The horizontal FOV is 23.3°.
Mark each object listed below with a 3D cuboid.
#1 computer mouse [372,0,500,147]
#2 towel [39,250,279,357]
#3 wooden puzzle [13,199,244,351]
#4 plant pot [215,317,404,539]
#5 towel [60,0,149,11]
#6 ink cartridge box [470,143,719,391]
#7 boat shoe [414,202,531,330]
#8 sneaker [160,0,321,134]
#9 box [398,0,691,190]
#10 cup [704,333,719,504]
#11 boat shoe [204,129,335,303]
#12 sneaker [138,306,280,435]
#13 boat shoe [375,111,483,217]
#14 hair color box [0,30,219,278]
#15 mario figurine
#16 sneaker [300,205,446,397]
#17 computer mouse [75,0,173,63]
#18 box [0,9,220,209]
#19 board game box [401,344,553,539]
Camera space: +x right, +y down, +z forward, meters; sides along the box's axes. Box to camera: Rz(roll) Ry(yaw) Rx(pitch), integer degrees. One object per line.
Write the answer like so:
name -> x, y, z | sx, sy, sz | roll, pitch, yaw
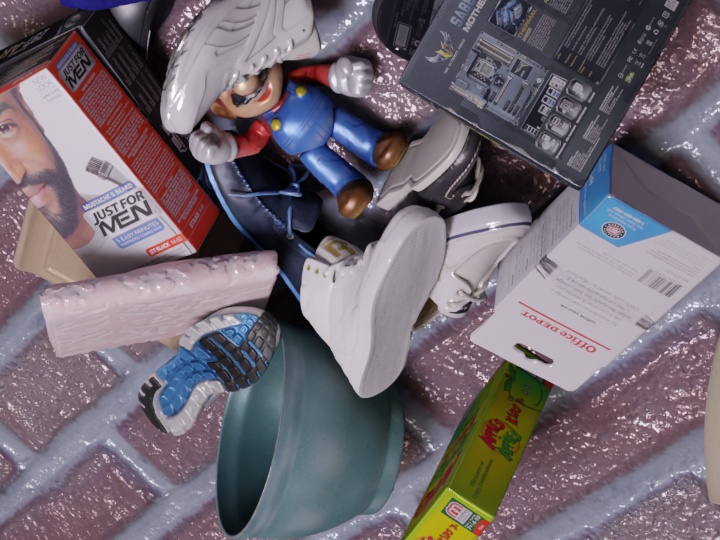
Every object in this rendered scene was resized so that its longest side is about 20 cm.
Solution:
computer mouse -> 0.106, -0.160, 1.373 | 0.198, 0.046, 0.141 | 15, 133, 9
towel -> -0.176, 0.028, 1.525 | 0.198, 0.032, 0.191 | -11, 168, -10
wooden puzzle -> -0.213, -0.031, 1.626 | 0.199, 0.037, 0.186 | 25, 129, 1
plant pot -> -0.040, 0.153, 1.588 | 0.133, 0.201, 0.201 | 12, 133, -18
towel -> -0.173, -0.308, 1.360 | 0.050, 0.147, 0.201 | 49, 144, 47
ink cartridge box -> 0.188, 0.002, 1.420 | 0.115, 0.067, 0.200 | 27, 133, -18
boat shoe -> 0.081, 0.003, 1.449 | 0.200, 0.070, 0.070 | -32, 65, 54
sneaker -> -0.082, -0.183, 1.367 | 0.099, 0.201, 0.078 | 32, 170, -10
box -> 0.143, -0.183, 1.271 | 0.157, 0.051, 0.201 | 30, 94, 5
cup -> 0.352, 0.088, 1.362 | 0.199, 0.200, 0.144 | -15, 89, 32
boat shoe -> -0.059, -0.052, 1.521 | 0.068, 0.085, 0.200 | -22, 128, 27
sneaker -> -0.127, 0.073, 1.586 | 0.075, 0.087, 0.200 | 49, 137, -5
boat shoe -> 0.067, -0.076, 1.398 | 0.060, 0.074, 0.200 | 27, 161, -8
hair color box -> -0.224, -0.088, 1.461 | 0.110, 0.064, 0.200 | -22, 117, 34
mario figurine -> -0.062, -0.128, 1.432 | 0.199, 0.124, 0.106 | 34, 146, -7
sneaker -> 0.000, 0.000, 1.444 | 0.116, 0.073, 0.201 | 50, 140, 30
computer mouse -> -0.193, -0.179, 1.501 | 0.140, 0.046, 0.200 | 35, 130, 0
box -> -0.232, -0.116, 1.513 | 0.159, 0.044, 0.201 | -18, 120, 31
board game box -> 0.102, 0.164, 1.504 | 0.047, 0.200, 0.102 | 33, 130, 0
